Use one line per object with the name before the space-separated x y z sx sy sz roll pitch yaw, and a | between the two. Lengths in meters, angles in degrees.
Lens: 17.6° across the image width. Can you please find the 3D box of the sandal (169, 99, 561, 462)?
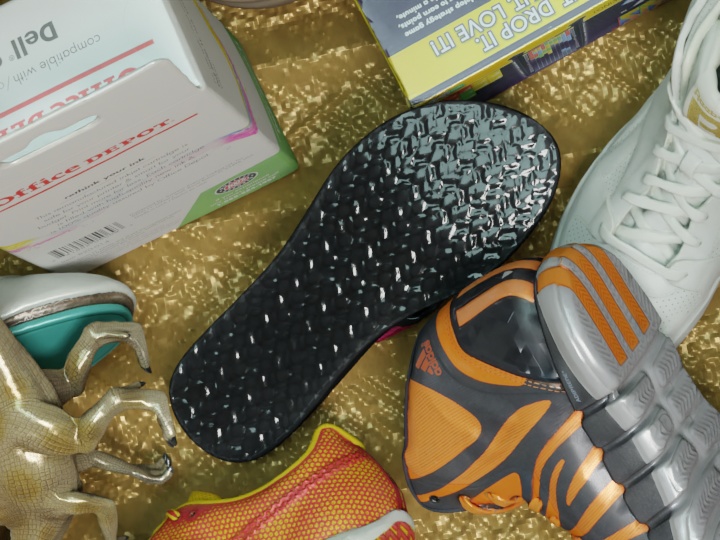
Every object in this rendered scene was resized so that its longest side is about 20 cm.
sandal | 0.000 0.000 0.960 0.200 0.045 0.075 -42 85 18

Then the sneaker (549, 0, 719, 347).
sneaker | 0.125 -0.045 0.907 0.074 0.116 0.200 29 90 12

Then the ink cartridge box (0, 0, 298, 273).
ink cartridge box | -0.108 -0.062 0.909 0.117 0.200 0.067 -25 78 6

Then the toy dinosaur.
toy dinosaur | -0.129 0.058 0.928 0.101 0.058 0.200 -15 115 -11

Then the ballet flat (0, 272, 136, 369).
ballet flat | -0.191 0.044 0.985 0.200 0.069 0.070 -34 77 5

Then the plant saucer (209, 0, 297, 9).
plant saucer | -0.061 -0.205 0.950 0.200 0.029 0.200 17 115 41

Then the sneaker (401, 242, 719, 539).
sneaker | 0.091 0.088 0.920 0.112 0.078 0.200 -25 99 36

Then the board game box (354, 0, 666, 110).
board game box | 0.074 -0.179 0.967 0.200 0.057 0.166 -28 80 5

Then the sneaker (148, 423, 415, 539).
sneaker | -0.070 0.139 0.951 0.200 0.073 0.077 -33 55 1
